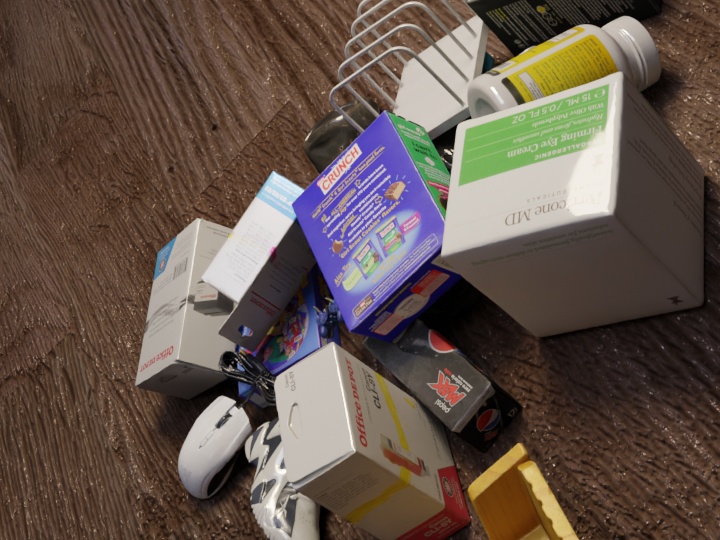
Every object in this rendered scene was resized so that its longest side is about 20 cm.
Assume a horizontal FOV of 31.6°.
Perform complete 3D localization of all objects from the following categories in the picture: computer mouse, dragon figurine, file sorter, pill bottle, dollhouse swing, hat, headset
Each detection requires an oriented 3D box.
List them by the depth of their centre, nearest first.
[{"bbox_3d":[0.126,0.306,1.152,0.176,0.182,0.200,-26,43,0],"label":"dollhouse swing"},{"bbox_3d":[0.229,-0.203,1.419,0.200,0.113,0.112,-28,38,-12],"label":"pill bottle"},{"bbox_3d":[0.108,-0.041,1.472,0.123,0.094,0.201,19,106,45],"label":"headset"},{"bbox_3d":[0.000,0.000,1.541,0.059,0.099,0.200,-13,54,37],"label":"dragon figurine"},{"bbox_3d":[0.059,-0.257,1.542,0.139,0.124,0.200,-29,32,35],"label":"file sorter"},{"bbox_3d":[-0.170,0.197,1.565,0.110,0.044,0.200,38,105,26],"label":"computer mouse"},{"bbox_3d":[-0.019,-0.170,1.656,0.200,0.081,0.201,-39,19,16],"label":"hat"}]

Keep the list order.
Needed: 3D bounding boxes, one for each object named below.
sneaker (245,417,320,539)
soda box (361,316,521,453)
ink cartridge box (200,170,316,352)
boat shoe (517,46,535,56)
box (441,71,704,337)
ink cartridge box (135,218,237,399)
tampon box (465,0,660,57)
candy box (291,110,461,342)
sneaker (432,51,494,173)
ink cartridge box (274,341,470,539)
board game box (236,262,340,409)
[{"bbox_3d":[-0.058,0.223,1.447,0.130,0.079,0.199,-47,29,20],"label":"sneaker"},{"bbox_3d":[0.086,0.113,1.404,0.071,0.063,0.200,-51,40,2],"label":"soda box"},{"bbox_3d":[-0.119,-0.008,1.567,0.068,0.115,0.200,32,86,25],"label":"ink cartridge box"},{"bbox_3d":[0.190,-0.171,1.518,0.065,0.073,0.200,-26,41,51],"label":"boat shoe"},{"bbox_3d":[0.219,-0.058,1.293,0.199,0.200,0.172,-14,55,36],"label":"box"},{"bbox_3d":[-0.220,0.054,1.681,0.145,0.084,0.200,-31,47,54],"label":"ink cartridge box"},{"bbox_3d":[0.251,-0.375,1.553,0.200,0.126,0.150,-15,53,36],"label":"tampon box"},{"bbox_3d":[0.030,-0.050,1.428,0.169,0.077,0.200,-43,52,24],"label":"candy box"},{"bbox_3d":[0.126,-0.194,1.553,0.082,0.073,0.200,-49,26,39],"label":"sneaker"},{"bbox_3d":[0.012,0.186,1.313,0.083,0.200,0.145,-34,43,21],"label":"ink cartridge box"},{"bbox_3d":[-0.097,0.060,1.634,0.134,0.045,0.200,-31,44,24],"label":"board game box"}]
